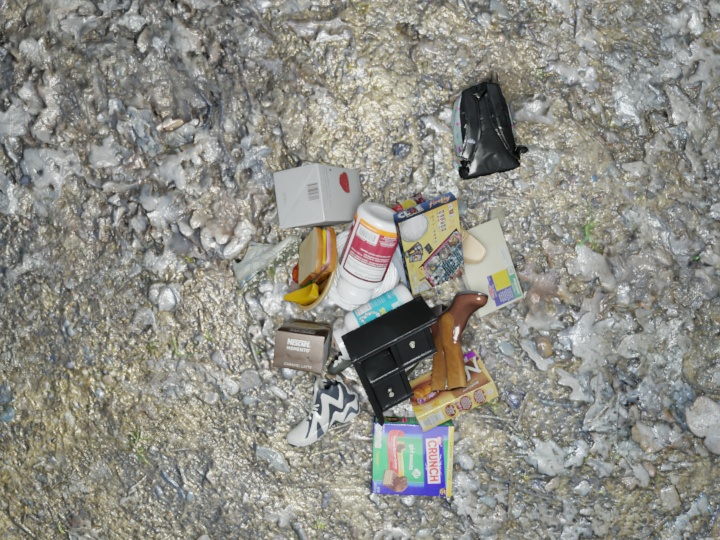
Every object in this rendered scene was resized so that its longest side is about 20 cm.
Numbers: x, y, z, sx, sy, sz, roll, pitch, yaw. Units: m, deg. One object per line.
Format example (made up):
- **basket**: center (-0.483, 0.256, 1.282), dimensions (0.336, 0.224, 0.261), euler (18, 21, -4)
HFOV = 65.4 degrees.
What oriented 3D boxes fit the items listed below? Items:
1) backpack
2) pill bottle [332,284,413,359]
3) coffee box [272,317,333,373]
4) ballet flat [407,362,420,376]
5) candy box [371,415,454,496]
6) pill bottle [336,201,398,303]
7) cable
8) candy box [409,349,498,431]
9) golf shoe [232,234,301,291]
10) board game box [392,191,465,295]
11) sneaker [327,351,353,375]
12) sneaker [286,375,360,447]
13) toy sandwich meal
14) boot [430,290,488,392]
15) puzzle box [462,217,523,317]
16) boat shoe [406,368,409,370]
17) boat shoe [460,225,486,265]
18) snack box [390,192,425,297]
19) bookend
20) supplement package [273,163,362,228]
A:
- **backpack**: center (0.277, -0.322, 1.293), dimensions (0.162, 0.126, 0.207), euler (-12, 91, -9)
- **pill bottle**: center (0.037, 0.125, 1.274), dimensions (0.196, 0.111, 0.113), euler (-28, 92, -3)
- **coffee box**: center (-0.127, 0.168, 1.292), dimensions (0.110, 0.200, 0.083), euler (7, 93, 1)
- **ballet flat**: center (0.090, 0.245, 1.356), dimensions (0.067, 0.064, 0.202), euler (37, 93, -5)
- **candy box**: center (0.126, 0.448, 1.358), dimensions (0.193, 0.077, 0.175), euler (1, 92, 1)
- **pill bottle**: center (0.015, -0.036, 1.234), dimensions (0.110, 0.113, 0.204), euler (22, 115, 1)
- **cable**: center (0.000, 0.000, 1.345), dimensions (0.200, 0.069, 0.201), euler (43, 93, -1)
- **candy box**: center (0.212, 0.282, 1.324), dimensions (0.196, 0.118, 0.057), euler (-27, 122, 4)
- **golf shoe**: center (-0.232, -0.040, 1.338), dimensions (0.198, 0.078, 0.099), euler (-36, 77, 16)
- **board game box**: center (0.150, -0.053, 1.190), dimensions (0.132, 0.035, 0.204), euler (-21, 130, -6)
- **sneaker**: center (0.011, 0.204, 1.356), dimensions (0.198, 0.066, 0.091), euler (-38, 89, 1)
- **sneaker**: center (-0.109, 0.325, 1.348), dimensions (0.195, 0.080, 0.132), euler (-26, 102, 2)
- **toy sandwich meal**: center (-0.119, -0.007, 1.290), dimensions (0.069, 0.204, 0.211), euler (19, 94, -33)
- **boot**: center (0.220, 0.161, 1.262), dimensions (0.067, 0.186, 0.206), euler (23, 56, -34)
- **puzzle box**: center (0.301, -0.007, 1.336), dimensions (0.130, 0.025, 0.206), euler (-19, 92, -18)
- **boat shoe**: center (0.087, 0.199, 1.301), dimensions (0.073, 0.065, 0.201), euler (38, 89, 34)
- **boat shoe**: center (0.203, -0.074, 1.266), dimensions (0.196, 0.069, 0.075), euler (27, 86, -6)
- **snack box**: center (0.131, -0.062, 1.315), dimensions (0.140, 0.053, 0.204), euler (-30, 92, -29)
- **bookend**: center (0.085, 0.196, 1.208), dimensions (0.194, 0.093, 0.204), euler (-25, 123, -6)
- **supplement package**: center (-0.088, -0.164, 1.261), dimensions (0.116, 0.199, 0.126), euler (-7, 92, 26)
